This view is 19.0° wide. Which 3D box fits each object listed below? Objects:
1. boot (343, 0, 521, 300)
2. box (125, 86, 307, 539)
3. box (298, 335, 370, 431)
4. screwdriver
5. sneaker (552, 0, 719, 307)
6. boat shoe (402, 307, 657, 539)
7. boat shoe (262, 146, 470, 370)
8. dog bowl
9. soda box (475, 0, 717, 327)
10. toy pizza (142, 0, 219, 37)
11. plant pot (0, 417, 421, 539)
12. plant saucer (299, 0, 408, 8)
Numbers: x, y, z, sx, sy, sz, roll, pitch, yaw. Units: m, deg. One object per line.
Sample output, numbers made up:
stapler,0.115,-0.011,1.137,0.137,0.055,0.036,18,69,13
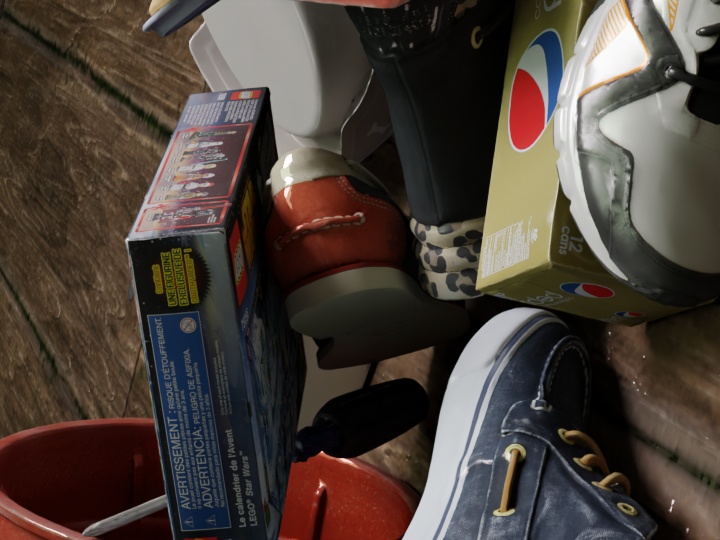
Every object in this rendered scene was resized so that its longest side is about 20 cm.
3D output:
boot,0.058,-0.092,0.866,0.204,0.073,0.154,-42,-56,-53
box,-0.054,0.017,0.875,0.200,0.040,0.137,-83,-13,-71
box,-0.045,0.003,1.154,0.200,0.068,0.082,-112,38,-62
screwdriver,-0.039,0.084,0.923,0.029,0.200,0.028,39,128,23
sneaker,0.117,-0.088,0.708,0.080,0.074,0.200,159,121,-66
boat shoe,0.072,0.087,0.751,0.071,0.091,0.200,66,-148,-33
boat shoe,0.000,0.000,0.906,0.200,0.071,0.063,44,-153,-75
dog bowl,-0.040,-0.141,1.100,0.200,0.059,0.200,51,158,29
soda box,0.096,-0.085,0.776,0.064,0.068,0.200,156,125,-67
toy pizza,-0.016,-0.166,0.900,0.200,0.032,0.200,-36,7,5
plant pot,-0.080,0.189,0.966,0.201,0.201,0.195,-138,53,-70
plant saucer,-0.021,-0.186,0.816,0.200,0.037,0.200,11,55,36
